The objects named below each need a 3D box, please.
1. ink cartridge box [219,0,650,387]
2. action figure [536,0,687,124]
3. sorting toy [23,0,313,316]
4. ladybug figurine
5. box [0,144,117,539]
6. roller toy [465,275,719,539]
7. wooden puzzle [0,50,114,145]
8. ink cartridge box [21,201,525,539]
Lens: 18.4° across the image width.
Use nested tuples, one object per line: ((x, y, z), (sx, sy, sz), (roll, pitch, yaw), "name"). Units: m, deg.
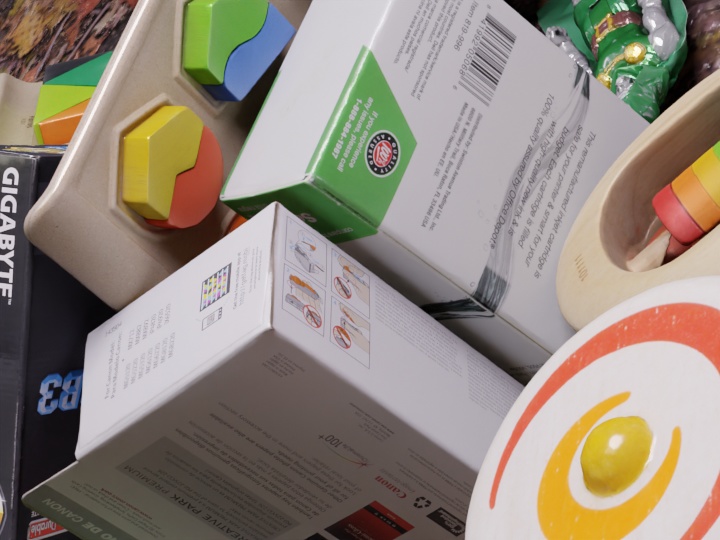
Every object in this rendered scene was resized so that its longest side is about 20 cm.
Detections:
((0.052, -0.045, 1.097), (0.083, 0.200, 0.147), (-11, 49, 54), "ink cartridge box")
((0.140, -0.138, 1.215), (0.118, 0.055, 0.200), (-49, 26, 27), "action figure")
((-0.058, -0.058, 1.090), (0.036, 0.185, 0.200), (11, 67, 41), "sorting toy")
((0.181, -0.031, 1.028), (0.200, 0.072, 0.136), (-40, 33, 22), "ladybug figurine")
((-0.134, 0.036, 1.125), (0.050, 0.200, 0.199), (7, 96, 25), "box")
((0.137, 0.103, 0.879), (0.200, 0.140, 0.182), (-52, 29, 2), "roller toy")
((-0.119, -0.107, 1.297), (0.200, 0.037, 0.185), (-9, 20, -2), "wooden puzzle")
((-0.033, 0.087, 1.068), (0.176, 0.200, 0.084), (-33, 36, 29), "ink cartridge box")
